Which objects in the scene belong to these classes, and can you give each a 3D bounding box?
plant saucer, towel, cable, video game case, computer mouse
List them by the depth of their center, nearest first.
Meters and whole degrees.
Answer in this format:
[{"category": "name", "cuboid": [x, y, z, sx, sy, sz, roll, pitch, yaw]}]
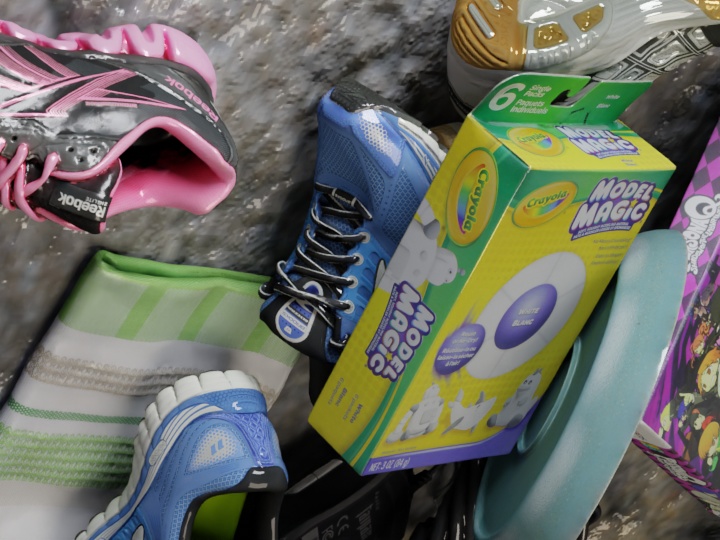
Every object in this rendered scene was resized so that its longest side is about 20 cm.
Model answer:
[{"category": "plant saucer", "cuboid": [0.101, 0.066, 1.082, 0.027, 0.200, 0.201, 24, 122, -5]}, {"category": "towel", "cuboid": [-0.113, 0.080, 1.113, 0.149, 0.031, 0.200, 7, 127, -39]}, {"category": "video game case", "cuboid": [0.208, 0.018, 1.178, 0.181, 0.036, 0.201, 40, 72, -53]}, {"category": "computer mouse", "cuboid": [-0.002, 0.146, 1.229, 0.200, 0.046, 0.141, -39, 142, -26]}, {"category": "cable", "cuboid": [0.084, 0.135, 1.256, 0.200, 0.051, 0.164, 12, 96, -61]}]

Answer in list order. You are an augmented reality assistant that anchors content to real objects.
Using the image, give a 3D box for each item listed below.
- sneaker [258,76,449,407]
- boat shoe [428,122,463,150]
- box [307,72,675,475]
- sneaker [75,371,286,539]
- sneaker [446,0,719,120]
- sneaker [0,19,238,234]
[{"category": "sneaker", "cuboid": [0.000, 0.000, 1.047, 0.089, 0.078, 0.201, -32, 137, -27]}, {"category": "boat shoe", "cuboid": [0.070, 0.001, 1.119, 0.069, 0.074, 0.200, -19, 142, -15]}, {"category": "box", "cuboid": [0.067, 0.000, 1.019, 0.117, 0.048, 0.201, -3, 127, -48]}, {"category": "sneaker", "cuboid": [-0.091, 0.149, 1.099, 0.078, 0.089, 0.200, 0, 130, -32]}, {"category": "sneaker", "cuboid": [0.129, -0.121, 1.045, 0.199, 0.076, 0.088, -15, 153, -15]}, {"category": "sneaker", "cuboid": [-0.138, -0.053, 0.906, 0.199, 0.096, 0.079, -5, 135, -28]}]
